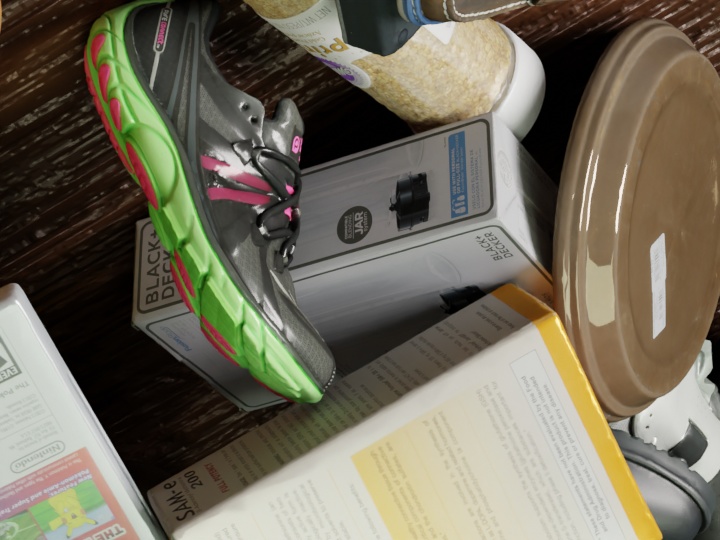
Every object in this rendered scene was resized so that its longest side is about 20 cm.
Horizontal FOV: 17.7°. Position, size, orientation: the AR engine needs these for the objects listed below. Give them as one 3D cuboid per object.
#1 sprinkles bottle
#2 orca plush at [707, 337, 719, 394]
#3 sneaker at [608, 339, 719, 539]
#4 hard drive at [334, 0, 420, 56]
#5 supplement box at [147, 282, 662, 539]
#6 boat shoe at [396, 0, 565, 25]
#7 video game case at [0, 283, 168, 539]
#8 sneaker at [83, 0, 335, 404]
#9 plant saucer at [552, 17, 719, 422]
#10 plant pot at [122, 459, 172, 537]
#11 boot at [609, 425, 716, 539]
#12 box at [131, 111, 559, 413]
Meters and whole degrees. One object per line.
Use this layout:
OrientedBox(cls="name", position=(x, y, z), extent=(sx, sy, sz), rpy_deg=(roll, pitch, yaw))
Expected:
OrientedBox(cls="sprinkles bottle", position=(0.003, -0.120, 1.061), extent=(0.068, 0.068, 0.200), rpy_deg=(-40, 134, 18))
OrientedBox(cls="orca plush", position=(0.197, 0.087, 1.349), extent=(0.071, 0.106, 0.201), rpy_deg=(15, 146, 9))
OrientedBox(cls="sneaker", position=(0.156, 0.084, 1.274), extent=(0.088, 0.074, 0.201), rpy_deg=(-35, 117, -36))
OrientedBox(cls="hard drive", position=(0.027, -0.206, 0.955), extent=(0.140, 0.033, 0.201), rpy_deg=(-50, 147, -30))
OrientedBox(cls="supplement box", position=(0.020, 0.112, 1.059), extent=(0.199, 0.074, 0.127), rpy_deg=(-29, 107, -7))
OrientedBox(cls="boat shoe", position=(0.090, -0.153, 0.989), extent=(0.200, 0.072, 0.073), rpy_deg=(-38, 140, -44))
OrientedBox(cls="video game case", position=(-0.200, 0.123, 1.042), extent=(0.199, 0.023, 0.183), rpy_deg=(-26, 115, 3))
OrientedBox(cls="sneaker", position=(-0.054, -0.035, 1.046), extent=(0.083, 0.201, 0.077), rpy_deg=(-24, 179, -13))
OrientedBox(cls="plant saucer", position=(0.145, -0.023, 1.142), extent=(0.029, 0.201, 0.201), rpy_deg=(8, 146, 26))
OrientedBox(cls="plant pot", position=(-0.124, 0.183, 1.198), extent=(0.185, 0.200, 0.188), rpy_deg=(-2, 113, -6))
OrientedBox(cls="boot", position=(0.073, 0.153, 1.207), extent=(0.199, 0.169, 0.077), rpy_deg=(23, 150, -2))
OrientedBox(cls="box", position=(0.000, 0.000, 1.131), extent=(0.199, 0.061, 0.117), rpy_deg=(-17, 147, 24))
